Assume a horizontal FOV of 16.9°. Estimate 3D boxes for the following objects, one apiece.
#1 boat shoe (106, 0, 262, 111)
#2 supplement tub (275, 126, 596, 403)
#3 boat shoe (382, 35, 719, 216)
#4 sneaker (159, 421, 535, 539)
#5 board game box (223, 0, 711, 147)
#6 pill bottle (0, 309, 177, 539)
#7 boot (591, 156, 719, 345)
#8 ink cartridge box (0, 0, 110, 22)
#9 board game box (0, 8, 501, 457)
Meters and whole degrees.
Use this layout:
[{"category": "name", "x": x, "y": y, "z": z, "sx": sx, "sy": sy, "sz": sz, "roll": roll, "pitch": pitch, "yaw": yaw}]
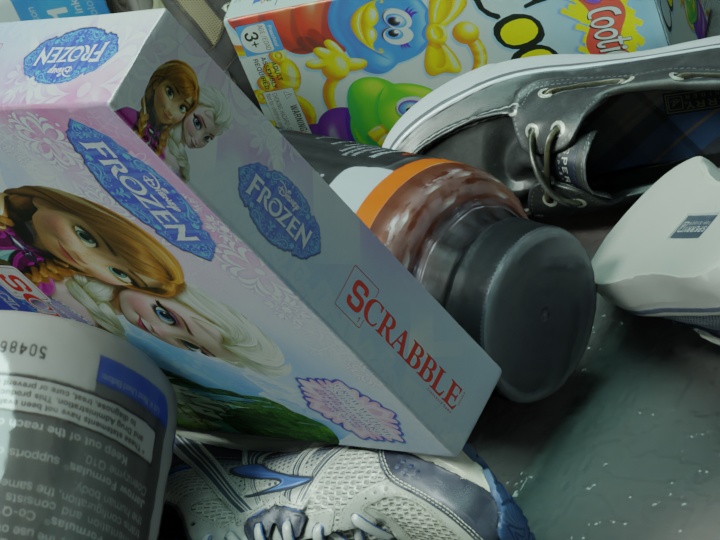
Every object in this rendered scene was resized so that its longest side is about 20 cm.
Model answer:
[{"category": "boat shoe", "x": -0.091, "y": -0.139, "z": 1.278, "sx": 0.073, "sy": 0.075, "sz": 0.201, "roll": -15, "pitch": 51, "yaw": -12}, {"category": "supplement tub", "x": 0.000, "y": 0.000, "z": 1.008, "sx": 0.199, "sy": 0.107, "sz": 0.107, "roll": 13, "pitch": 48, "yaw": 42}, {"category": "boat shoe", "x": 0.103, "y": -0.054, "z": 1.053, "sx": 0.199, "sy": 0.070, "sz": 0.066, "roll": -8, "pitch": 22, "yaw": 9}, {"category": "sneaker", "x": -0.019, "y": 0.101, "z": 0.924, "sx": 0.199, "sy": 0.077, "sz": 0.085, "roll": 3, "pitch": 48, "yaw": 47}, {"category": "board game box", "x": 0.054, "y": -0.122, "z": 1.145, "sx": 0.199, "sy": 0.103, "sz": 0.105, "roll": -9, "pitch": 36, "yaw": 21}, {"category": "pill bottle", "x": -0.134, "y": 0.126, "z": 0.871, "sx": 0.113, "sy": 0.114, "sz": 0.201, "roll": -7, "pitch": 57, "yaw": 23}, {"category": "boot", "x": 0.154, "y": 0.011, "z": 0.943, "sx": 0.073, "sy": 0.090, "sz": 0.200, "roll": -48, "pitch": 9, "yaw": -1}, {"category": "ink cartridge box", "x": -0.206, "y": -0.041, "z": 1.019, "sx": 0.199, "sy": 0.085, "sz": 0.144, "roll": -18, "pitch": -12, "yaw": -38}, {"category": "board game box", "x": -0.081, "y": -0.010, "z": 0.867, "sx": 0.199, "sy": 0.200, "sz": 0.041, "roll": 1, "pitch": 55, "yaw": 46}]
